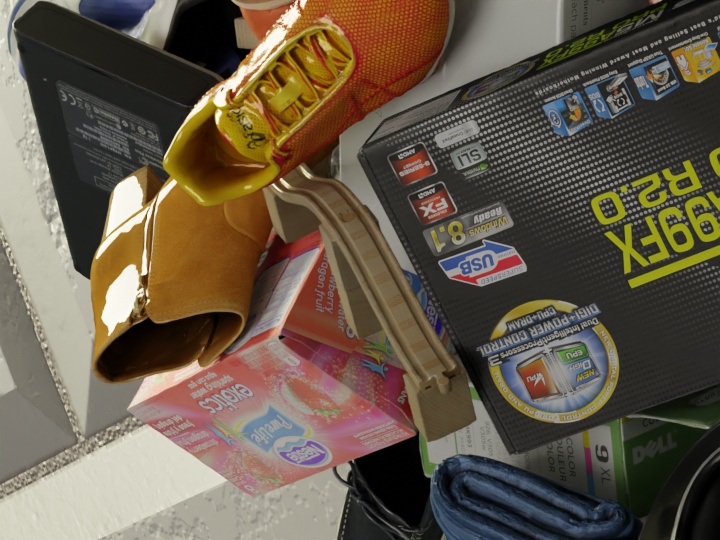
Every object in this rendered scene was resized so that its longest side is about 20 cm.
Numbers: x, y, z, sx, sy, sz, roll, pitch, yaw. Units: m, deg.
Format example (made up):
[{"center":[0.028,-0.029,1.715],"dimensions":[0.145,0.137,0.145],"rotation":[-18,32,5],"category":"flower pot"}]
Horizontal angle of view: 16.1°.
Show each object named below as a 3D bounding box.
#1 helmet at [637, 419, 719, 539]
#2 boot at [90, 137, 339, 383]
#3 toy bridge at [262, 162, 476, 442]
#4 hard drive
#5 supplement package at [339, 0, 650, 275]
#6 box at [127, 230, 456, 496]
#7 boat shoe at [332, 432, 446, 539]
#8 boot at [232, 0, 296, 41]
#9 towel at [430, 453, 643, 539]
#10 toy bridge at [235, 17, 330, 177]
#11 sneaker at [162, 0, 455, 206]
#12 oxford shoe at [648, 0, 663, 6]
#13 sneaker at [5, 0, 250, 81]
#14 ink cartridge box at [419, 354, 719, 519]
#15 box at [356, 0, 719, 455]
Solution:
[{"center":[0.208,0.139,1.091],"dimensions":[0.200,0.191,0.200],"rotation":[30,168,7],"category":"helmet"},{"center":[-0.059,-0.028,1.332],"dimensions":[0.201,0.071,0.144],"rotation":[-33,37,22],"category":"boot"},{"center":[0.000,0.000,1.196],"dimensions":[0.200,0.027,0.067],"rotation":[53,162,50],"category":"toy bridge"},{"center":[-0.126,-0.051,1.481],"dimensions":[0.139,0.033,0.200],"rotation":[25,143,28],"category":"hard drive"},{"center":[0.079,-0.097,1.218],"dimensions":[0.156,0.111,0.201],"rotation":[24,123,44],"category":"supplement package"},{"center":[-0.031,0.043,1.372],"dimensions":[0.095,0.103,0.200],"rotation":[36,152,-15],"category":"box"},{"center":[0.022,0.116,1.416],"dimensions":[0.075,0.062,0.200],"rotation":[52,139,21],"category":"boat shoe"},{"center":[-0.027,-0.165,1.312],"dimensions":[0.075,0.200,0.107],"rotation":[-16,127,17],"category":"boot"},{"center":[0.104,0.151,1.226],"dimensions":[0.111,0.049,0.200],"rotation":[19,164,29],"category":"towel"},{"center":[-0.037,-0.132,1.405],"dimensions":[0.067,0.027,0.201],"rotation":[9,112,46],"category":"toy bridge"},{"center":[-0.022,-0.085,1.183],"dimensions":[0.073,0.077,0.200],"rotation":[44,138,-2],"category":"sneaker"},{"center":[0.184,-0.083,1.136],"dimensions":[0.075,0.070,0.201],"rotation":[-5,112,41],"category":"oxford shoe"},{"center":[-0.130,-0.136,1.487],"dimensions":[0.199,0.080,0.115],"rotation":[-41,70,49],"category":"sneaker"},{"center":[0.129,0.073,1.231],"dimensions":[0.200,0.104,0.060],"rotation":[7,110,49],"category":"ink cartridge box"},{"center":[0.121,-0.025,1.113],"dimensions":[0.199,0.044,0.161],"rotation":[-21,104,24],"category":"box"}]
